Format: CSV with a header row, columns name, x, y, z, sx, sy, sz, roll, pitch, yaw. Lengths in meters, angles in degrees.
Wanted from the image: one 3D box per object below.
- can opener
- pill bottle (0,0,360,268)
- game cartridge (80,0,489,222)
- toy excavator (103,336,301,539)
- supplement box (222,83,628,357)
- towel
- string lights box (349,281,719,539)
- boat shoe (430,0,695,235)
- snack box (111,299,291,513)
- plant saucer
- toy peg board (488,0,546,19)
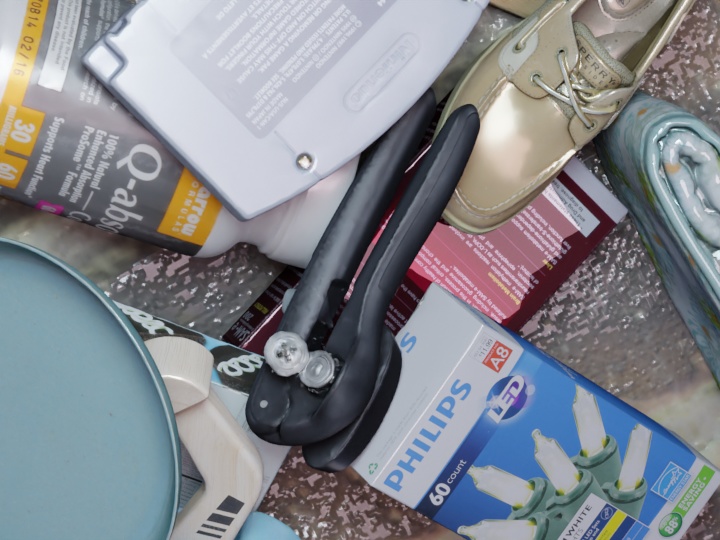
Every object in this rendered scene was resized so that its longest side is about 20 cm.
name,x,y,z,sx,sy,sz,roll,pitch,yaw
can opener,0.000,0.000,1.493,0.063,0.079,0.201,19,83,17
pill bottle,-0.106,-0.074,1.532,0.199,0.116,0.117,17,93,-12
game cartridge,-0.023,-0.127,1.473,0.133,0.040,0.200,45,82,-5
toy excavator,-0.076,0.145,1.528,0.194,0.100,0.200,30,118,-15
supplement box,0.034,0.003,1.594,0.109,0.061,0.200,44,86,-12
towel,0.186,-0.001,1.566,0.048,0.171,0.200,-29,101,-4
string lights box,0.088,0.098,1.574,0.200,0.059,0.103,31,96,-37
boat shoe,0.109,-0.103,1.537,0.072,0.065,0.200,43,77,-12
snack box,-0.137,0.070,1.549,0.199,0.037,0.116,21,128,-10
plant saucer,-0.164,0.075,1.467,0.199,0.027,0.201,12,114,29
toy peg board,0.048,-0.257,1.549,0.199,0.098,0.200,22,92,-13
